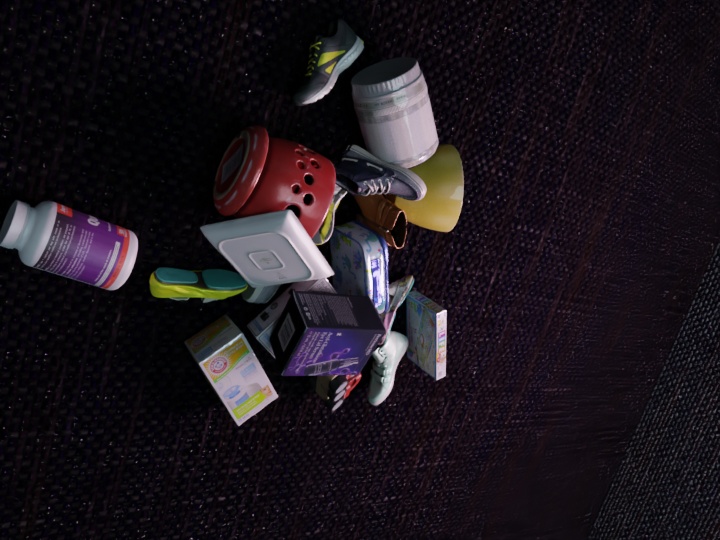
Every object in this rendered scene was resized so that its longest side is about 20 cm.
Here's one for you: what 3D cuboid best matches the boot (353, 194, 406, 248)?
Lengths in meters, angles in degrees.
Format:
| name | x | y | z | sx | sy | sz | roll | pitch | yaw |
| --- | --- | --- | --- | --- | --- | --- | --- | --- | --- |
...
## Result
| name | x | y | z | sx | sy | sz | roll | pitch | yaw |
| --- | --- | --- | --- | --- | --- | --- | --- | --- | --- |
| boot | 0.036 | -0.151 | 1.281 | 0.076 | 0.155 | 0.203 | -18 | 120 | -27 |

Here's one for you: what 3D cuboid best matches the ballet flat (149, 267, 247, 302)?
| name | x | y | z | sx | sy | sz | roll | pitch | yaw |
| --- | --- | --- | --- | --- | --- | --- | --- | --- | --- |
| ballet flat | -0.330 | 0.034 | 1.172 | 0.197 | 0.067 | 0.068 | 5 | 128 | -34 |

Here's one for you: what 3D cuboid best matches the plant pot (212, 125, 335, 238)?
| name | x | y | z | sx | sy | sz | roll | pitch | yaw |
| --- | --- | --- | --- | --- | --- | --- | --- | --- | --- |
| plant pot | -0.172 | -0.159 | 1.105 | 0.181 | 0.200 | 0.203 | 22 | 97 | -34 |

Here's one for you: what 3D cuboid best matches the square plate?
| name | x | y | z | sx | sy | sz | roll | pitch | yaw |
| --- | --- | --- | --- | --- | --- | --- | --- | --- | --- |
| square plate | -0.176 | -0.029 | 1.100 | 0.199 | 0.197 | 0.029 | 58 | 33 | -46 |

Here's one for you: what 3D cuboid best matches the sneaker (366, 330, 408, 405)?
| name | x | y | z | sx | sy | sz | roll | pitch | yaw |
| --- | --- | --- | --- | --- | --- | --- | --- | --- | --- |
| sneaker | 0.043 | 0.248 | 1.512 | 0.118 | 0.073 | 0.203 | 28 | 83 | -46 |

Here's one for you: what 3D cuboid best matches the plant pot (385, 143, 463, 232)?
| name | x | y | z | sx | sy | sz | roll | pitch | yaw |
| --- | --- | --- | --- | --- | --- | --- | --- | --- | --- |
| plant pot | 0.136 | -0.192 | 1.332 | 0.139 | 0.200 | 0.203 | 0 | 112 | -12 |

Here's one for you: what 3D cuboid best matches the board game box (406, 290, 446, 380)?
| name | x | y | z | sx | sy | sz | roll | pitch | yaw |
| --- | --- | --- | --- | --- | --- | --- | --- | --- | --- |
| board game box | 0.174 | 0.171 | 1.534 | 0.034 | 0.134 | 0.203 | -17 | 120 | -27 |

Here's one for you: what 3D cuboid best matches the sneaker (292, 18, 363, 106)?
| name | x | y | z | sx | sy | sz | roll | pitch | yaw |
| --- | --- | --- | --- | --- | --- | --- | --- | --- | --- |
| sneaker | -0.080 | -0.414 | 1.147 | 0.085 | 0.074 | 0.201 | 47 | 72 | -33 |

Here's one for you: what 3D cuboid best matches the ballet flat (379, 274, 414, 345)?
| name | x | y | z | sx | sy | sz | roll | pitch | yaw |
| --- | --- | --- | --- | --- | --- | --- | --- | --- | --- |
| ballet flat | 0.069 | 0.088 | 1.465 | 0.070 | 0.069 | 0.202 | 28 | 77 | -7 |

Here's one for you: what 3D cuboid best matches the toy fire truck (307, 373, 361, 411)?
| name | x | y | z | sx | sy | sz | roll | pitch | yaw |
| --- | --- | --- | --- | --- | --- | --- | --- | --- | --- |
| toy fire truck | -0.034 | 0.217 | 1.419 | 0.199 | 0.129 | 0.177 | -35 | 157 | -26 |

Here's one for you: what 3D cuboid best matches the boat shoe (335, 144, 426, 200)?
| name | x | y | z | sx | sy | sz | roll | pitch | yaw |
| --- | --- | --- | --- | --- | --- | --- | --- | --- | --- |
| boat shoe | 0.034 | -0.179 | 1.199 | 0.093 | 0.198 | 0.075 | -59 | 172 | -35 |

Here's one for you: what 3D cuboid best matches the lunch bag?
| name | x | y | z | sx | sy | sz | roll | pitch | yaw |
| --- | --- | --- | --- | --- | --- | --- | --- | --- | --- |
| lunch bag | 0.000 | 0.000 | 1.319 | 0.081 | 0.160 | 0.203 | -18 | 119 | -27 |

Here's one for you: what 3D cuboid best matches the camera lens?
| name | x | y | z | sx | sy | sz | roll | pitch | yaw |
| --- | --- | --- | --- | --- | --- | --- | --- | --- | --- |
| camera lens | 0.075 | -0.327 | 1.228 | 0.159 | 0.159 | 0.202 | -32 | 125 | -19 |

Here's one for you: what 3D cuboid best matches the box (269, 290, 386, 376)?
| name | x | y | z | sx | sy | sz | roll | pitch | yaw |
| --- | --- | --- | --- | --- | --- | --- | --- | --- | --- |
| box | -0.069 | 0.135 | 1.212 | 0.197 | 0.105 | 0.149 | 5 | 130 | -33 |

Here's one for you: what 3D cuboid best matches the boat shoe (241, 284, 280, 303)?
| name | x | y | z | sx | sy | sz | roll | pitch | yaw |
| --- | --- | --- | --- | --- | --- | --- | --- | --- | --- |
| boat shoe | -0.179 | -0.012 | 1.241 | 0.071 | 0.070 | 0.202 | 20 | 113 | -47 |

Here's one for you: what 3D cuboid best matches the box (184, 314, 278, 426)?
| name | x | y | z | sx | sy | sz | roll | pitch | yaw |
| --- | --- | --- | --- | --- | --- | --- | --- | --- | --- |
| box | -0.280 | 0.216 | 1.254 | 0.112 | 0.101 | 0.202 | -33 | 125 | -19 |

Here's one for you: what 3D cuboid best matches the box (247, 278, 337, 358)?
| name | x | y | z | sx | sy | sz | roll | pitch | yaw |
| --- | --- | --- | --- | --- | --- | --- | --- | --- | --- |
| box | -0.138 | 0.101 | 1.283 | 0.200 | 0.060 | 0.117 | -42 | 127 | -10 |

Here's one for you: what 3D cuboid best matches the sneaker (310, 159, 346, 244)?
| name | x | y | z | sx | sy | sz | roll | pitch | yaw |
| --- | --- | --- | --- | --- | --- | --- | --- | --- | --- |
| sneaker | -0.083 | -0.147 | 1.249 | 0.074 | 0.084 | 0.203 | 25 | 73 | -15 |

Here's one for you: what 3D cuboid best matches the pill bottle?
| name | x | y | z | sx | sy | sz | roll | pitch | yaw |
| --- | --- | --- | --- | --- | --- | --- | --- | --- | --- |
| pill bottle | -0.493 | -0.046 | 0.981 | 0.198 | 0.112 | 0.114 | 24 | 95 | -40 |
